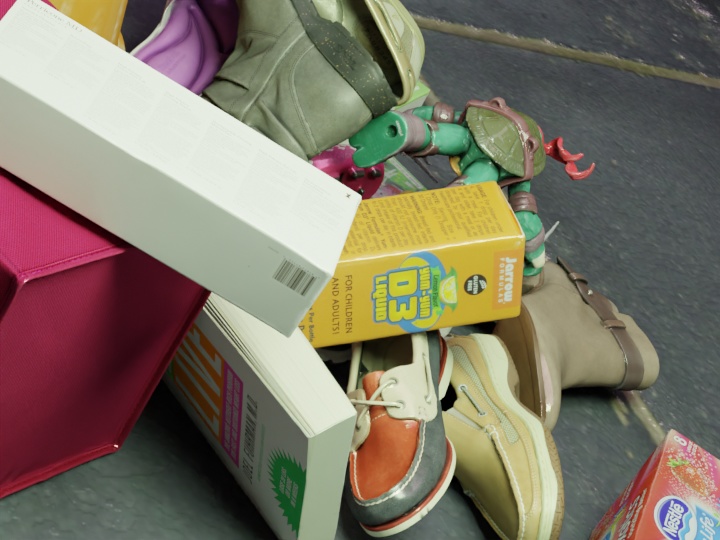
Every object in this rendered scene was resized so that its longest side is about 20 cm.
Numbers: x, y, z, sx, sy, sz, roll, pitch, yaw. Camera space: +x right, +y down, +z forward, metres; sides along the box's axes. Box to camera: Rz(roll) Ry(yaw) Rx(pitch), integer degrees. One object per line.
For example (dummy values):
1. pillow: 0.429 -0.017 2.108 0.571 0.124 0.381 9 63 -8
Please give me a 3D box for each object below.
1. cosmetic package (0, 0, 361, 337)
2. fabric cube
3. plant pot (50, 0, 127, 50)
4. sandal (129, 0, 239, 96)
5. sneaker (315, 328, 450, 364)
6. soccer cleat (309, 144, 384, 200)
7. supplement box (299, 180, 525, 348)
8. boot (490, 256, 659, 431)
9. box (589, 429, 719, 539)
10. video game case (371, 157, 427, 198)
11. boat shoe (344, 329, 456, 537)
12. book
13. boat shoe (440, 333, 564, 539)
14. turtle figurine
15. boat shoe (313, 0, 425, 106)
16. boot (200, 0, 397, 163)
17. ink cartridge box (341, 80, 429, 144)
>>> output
1. cosmetic package: -0.101 -0.052 1.026 0.199 0.051 0.083 31 33 -6
2. fabric cube: -0.211 -0.012 1.105 0.199 0.197 0.200 43 31 18
3. plant pot: -0.229 -0.211 1.391 0.199 0.184 0.201 24 31 -15
4. sandal: -0.102 -0.171 1.442 0.082 0.050 0.203 27 47 -2
5. sneaker: 0.006 0.004 1.400 0.199 0.085 0.077 -10 50 -50
6. soccer cleat: -0.072 -0.062 1.409 0.199 0.070 0.086 -19 58 -39
7. supplement box: 0.000 0.000 1.294 0.199 0.067 0.069 -10 36 -13
8. boot: 0.149 0.059 1.474 0.146 0.070 0.201 17 34 -29
9. box: 0.186 0.200 1.269 0.095 0.100 0.200 33 30 1
10. video game case: -0.042 -0.079 1.539 0.200 0.022 0.182 46 32 21
11. boat shoe: 0.019 0.083 1.288 0.063 0.071 0.200 61 22 -29
12. book: -0.074 0.055 1.204 0.048 0.134 0.200 -25 58 -25
13. boat shoe: 0.071 0.111 1.338 0.076 0.072 0.200 6 27 -18
14. turtle figurine: 0.076 -0.072 1.431 0.150 0.101 0.200 41 24 19
15. boat shoe: -0.029 -0.200 1.461 0.201 0.073 0.063 50 21 -20
16. boot: -0.079 -0.133 1.364 0.200 0.130 0.068 49 -5 33
17. ink cartridge box: -0.062 -0.156 1.545 0.200 0.067 0.117 40 32 12
